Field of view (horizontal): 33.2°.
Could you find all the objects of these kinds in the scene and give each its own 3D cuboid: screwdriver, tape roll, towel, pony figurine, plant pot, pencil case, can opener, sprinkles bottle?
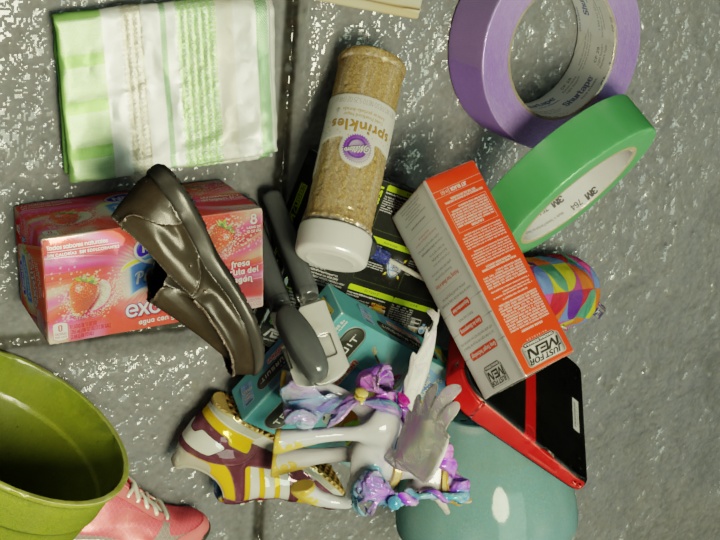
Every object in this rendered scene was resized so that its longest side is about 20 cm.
[{"bbox_3d":[0.040,-0.004,1.191,0.199,0.029,0.028,28,93,-29],"label":"screwdriver"},{"bbox_3d":[0.208,-0.093,1.229,0.199,0.048,0.201,-34,166,-10],"label":"tape roll"},{"bbox_3d":[-0.169,-0.163,1.066,0.198,0.031,0.151,-10,112,-25],"label":"towel"},{"bbox_3d":[0.019,0.148,1.127,0.197,0.167,0.195,7,122,-2],"label":"pony figurine"},{"bbox_3d":[0.132,0.206,1.289,0.198,0.200,0.137,-14,113,-25],"label":"plant pot"},{"bbox_3d":[0.184,0.030,1.281,0.199,0.088,0.089,-1,112,-54],"label":"pencil case"},{"bbox_3d":[-0.063,0.011,1.094,0.053,0.202,0.067,-17,158,-11],"label":"can opener"},{"bbox_3d":[-0.332,0.201,1.027,0.199,0.201,0.194,24,109,-35],"label":"plant pot"},{"bbox_3d":[-0.008,-0.103,1.109,0.068,0.068,0.203,24,70,-35],"label":"sprinkles bottle"},{"bbox_3d":[0.188,-0.228,1.226,0.198,0.066,0.203,-12,115,-26],"label":"tape roll"}]

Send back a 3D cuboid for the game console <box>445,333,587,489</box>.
[{"bbox_3d":[0.164,0.117,1.259,0.176,0.201,0.031,39,120,-15],"label":"game console"}]

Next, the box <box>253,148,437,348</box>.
[{"bbox_3d":[0.000,0.000,1.218,0.198,0.047,0.195,16,98,-34],"label":"box"}]

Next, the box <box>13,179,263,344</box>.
[{"bbox_3d":[-0.193,-0.012,1.063,0.198,0.102,0.096,-9,113,-26],"label":"box"}]

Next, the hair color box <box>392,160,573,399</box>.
[{"bbox_3d":[0.112,0.010,1.140,0.061,0.102,0.202,-23,81,-22],"label":"hair color box"}]

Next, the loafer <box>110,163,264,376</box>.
[{"bbox_3d":[-0.145,0.010,1.002,0.071,0.073,0.202,-31,113,-11],"label":"loafer"}]

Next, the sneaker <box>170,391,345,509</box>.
[{"bbox_3d":[-0.102,0.204,1.229,0.199,0.075,0.090,39,96,-30],"label":"sneaker"}]

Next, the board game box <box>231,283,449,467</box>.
[{"bbox_3d":[-0.005,0.118,1.212,0.199,0.047,0.151,29,111,-38],"label":"board game box"}]

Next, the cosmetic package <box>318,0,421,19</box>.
[{"bbox_3d":[-0.047,-0.275,1.043,0.198,0.103,0.074,3,109,-31],"label":"cosmetic package"}]

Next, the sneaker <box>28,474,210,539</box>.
[{"bbox_3d":[-0.228,0.230,1.156,0.198,0.074,0.088,7,104,-33],"label":"sneaker"}]
